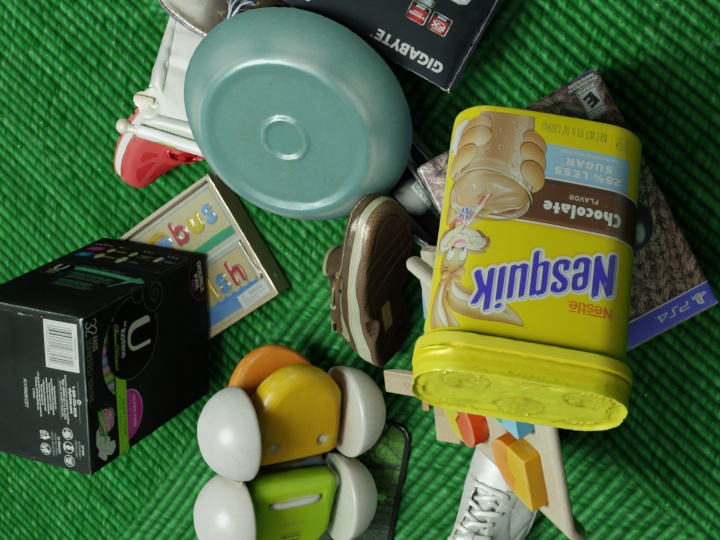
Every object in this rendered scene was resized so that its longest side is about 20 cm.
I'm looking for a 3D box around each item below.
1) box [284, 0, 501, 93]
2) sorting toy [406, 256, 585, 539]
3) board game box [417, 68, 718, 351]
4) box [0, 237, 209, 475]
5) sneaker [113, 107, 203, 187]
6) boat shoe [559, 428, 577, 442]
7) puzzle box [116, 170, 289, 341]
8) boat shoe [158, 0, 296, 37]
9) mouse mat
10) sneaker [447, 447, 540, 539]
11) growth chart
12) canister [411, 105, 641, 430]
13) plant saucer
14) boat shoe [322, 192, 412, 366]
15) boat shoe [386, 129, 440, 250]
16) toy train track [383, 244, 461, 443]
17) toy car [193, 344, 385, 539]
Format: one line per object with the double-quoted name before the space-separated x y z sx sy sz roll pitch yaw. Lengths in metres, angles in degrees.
"box" 0.022 -0.259 1.073 0.198 0.046 0.160 28 104 -8
"sorting toy" 0.102 0.104 1.088 0.185 0.036 0.202 42 156 53
"board game box" 0.159 -0.031 1.072 0.158 0.097 0.202 -29 92 7
"box" -0.241 0.072 1.252 0.123 0.200 0.151 9 110 23
"sneaker" -0.139 -0.116 1.232 0.200 0.078 0.116 -45 72 32
"boat shoe" 0.141 0.052 1.159 0.073 0.060 0.203 -12 100 30
"puzzle box" -0.175 0.006 1.329 0.199 0.025 0.134 -32 89 31
"boat shoe" -0.083 -0.206 1.124 0.197 0.072 0.073 20 110 4
"mouse mat" -0.050 0.193 1.335 0.198 0.008 0.163 19 114 22
"sneaker" 0.106 0.236 1.206 0.073 0.115 0.203 18 112 23
"growth chart" -0.111 -0.188 1.177 0.143 0.018 0.202 22 89 4
"canister" 0.119 -0.004 0.946 0.146 0.087 0.203 9 67 1
"plant saucer" -0.057 -0.115 1.108 0.197 0.036 0.202 10 129 12
"boat shoe" -0.004 0.004 1.175 0.074 0.075 0.204 32 146 25
"boat shoe" 0.015 -0.090 1.175 0.200 0.068 0.074 48 121 6
"toy train track" 0.075 0.062 1.195 0.113 0.033 0.202 8 125 22
"toy car" -0.080 0.166 1.263 0.150 0.173 0.203 34 125 53
